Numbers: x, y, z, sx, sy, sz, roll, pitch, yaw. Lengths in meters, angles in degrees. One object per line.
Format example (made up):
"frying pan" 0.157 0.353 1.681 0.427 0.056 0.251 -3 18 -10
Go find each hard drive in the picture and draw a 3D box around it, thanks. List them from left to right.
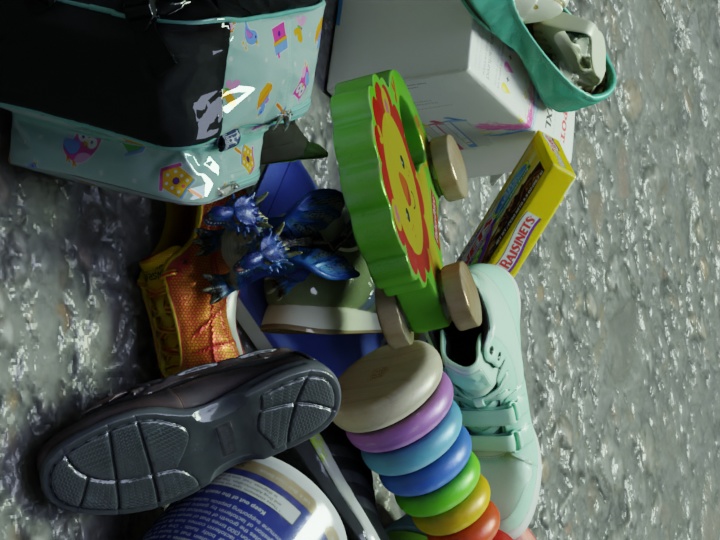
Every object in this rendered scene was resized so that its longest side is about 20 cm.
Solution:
"hard drive" -0.040 0.016 1.703 0.200 0.025 0.132 58 39 -37

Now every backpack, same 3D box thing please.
"backpack" -0.119 -0.126 1.454 0.200 0.175 0.154 -35 132 -57

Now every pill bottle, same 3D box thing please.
"pill bottle" -0.102 0.214 1.465 0.200 0.116 0.116 -50 127 -42

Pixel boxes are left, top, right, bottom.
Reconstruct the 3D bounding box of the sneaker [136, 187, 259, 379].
"sneaker" -0.116 0.029 1.549 0.077 0.073 0.200 15 67 -35

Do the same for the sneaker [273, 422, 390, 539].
"sneaker" -0.009 0.149 1.639 0.083 0.072 0.200 -31 96 -42

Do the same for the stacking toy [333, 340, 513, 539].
"stacking toy" 0.058 0.148 1.635 0.200 0.085 0.085 59 38 -24

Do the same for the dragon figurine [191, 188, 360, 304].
"dragon figurine" -0.038 -0.018 1.515 0.200 0.099 0.059 -3 81 -48

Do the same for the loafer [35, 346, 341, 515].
"loafer" -0.112 0.097 1.477 0.200 0.063 0.072 -17 120 -20

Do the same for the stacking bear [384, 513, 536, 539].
"stacking bear" 0.036 0.251 1.716 0.200 0.121 0.114 -45 126 -44

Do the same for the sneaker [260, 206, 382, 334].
"sneaker" 0.000 0.000 1.678 0.200 0.067 0.090 2 88 -56

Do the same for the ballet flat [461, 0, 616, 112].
"ballet flat" 0.135 -0.189 1.745 0.200 0.070 0.067 47 47 -44

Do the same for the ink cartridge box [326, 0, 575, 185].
"ink cartridge box" 0.083 -0.161 1.845 0.200 0.125 0.129 35 55 -51

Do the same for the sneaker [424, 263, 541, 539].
"sneaker" 0.077 0.096 1.670 0.118 0.074 0.201 1 84 -72

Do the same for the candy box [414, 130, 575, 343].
"candy box" 0.095 -0.005 1.779 0.026 0.200 0.102 29 14 -9

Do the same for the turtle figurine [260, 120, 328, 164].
"turtle figurine" -0.044 -0.172 1.615 0.200 0.144 0.194 -10 95 -56

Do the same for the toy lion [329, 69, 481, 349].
"toy lion" 0.021 -0.059 1.573 0.200 0.069 0.192 -93 164 -44
